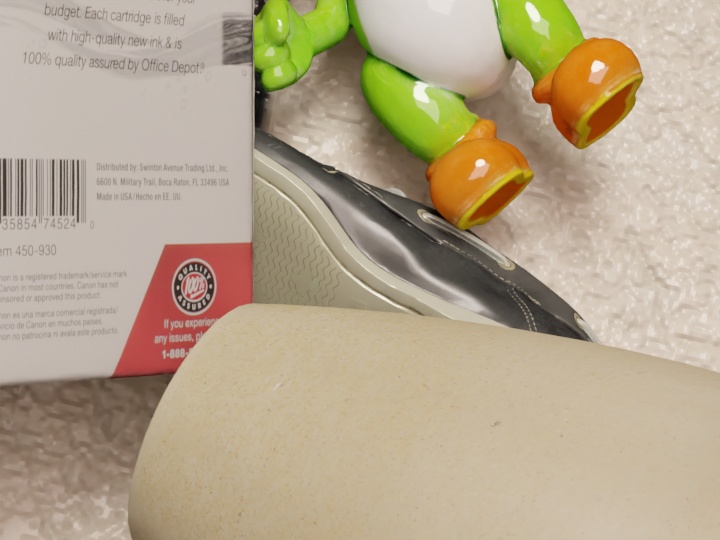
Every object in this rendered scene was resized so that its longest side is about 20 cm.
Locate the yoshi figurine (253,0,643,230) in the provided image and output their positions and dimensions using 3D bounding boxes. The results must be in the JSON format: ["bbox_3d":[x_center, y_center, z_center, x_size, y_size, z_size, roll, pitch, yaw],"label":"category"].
[{"bbox_3d":[0.008,-0.119,0.991,0.112,0.112,0.200,-28,76,-39],"label":"yoshi figurine"}]

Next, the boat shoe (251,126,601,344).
[{"bbox_3d":[0.000,0.000,1.010,0.200,0.072,0.068,33,35,7],"label":"boat shoe"}]

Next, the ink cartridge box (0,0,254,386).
[{"bbox_3d":[-0.110,-0.065,0.930,0.147,0.083,0.201,-1,92,-52],"label":"ink cartridge box"}]

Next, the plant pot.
[{"bbox_3d":[0.031,0.093,0.909,0.200,0.187,0.188,23,73,19],"label":"plant pot"}]
